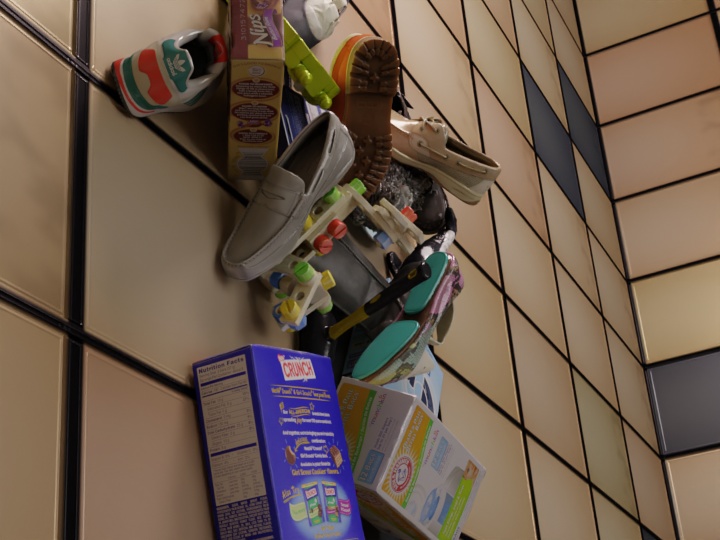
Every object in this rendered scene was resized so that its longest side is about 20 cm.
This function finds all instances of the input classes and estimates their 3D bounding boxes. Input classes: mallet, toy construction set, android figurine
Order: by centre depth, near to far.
[{"bbox_3d":[-0.033,-0.027,1.281,0.131,0.199,0.093,37,-28,40],"label":"toy construction set"},{"bbox_3d":[0.003,0.036,1.294,0.041,0.200,0.066,28,39,-30],"label":"mallet"},{"bbox_3d":[-0.087,-0.254,1.366,0.201,0.041,0.182,56,6,37],"label":"android figurine"}]

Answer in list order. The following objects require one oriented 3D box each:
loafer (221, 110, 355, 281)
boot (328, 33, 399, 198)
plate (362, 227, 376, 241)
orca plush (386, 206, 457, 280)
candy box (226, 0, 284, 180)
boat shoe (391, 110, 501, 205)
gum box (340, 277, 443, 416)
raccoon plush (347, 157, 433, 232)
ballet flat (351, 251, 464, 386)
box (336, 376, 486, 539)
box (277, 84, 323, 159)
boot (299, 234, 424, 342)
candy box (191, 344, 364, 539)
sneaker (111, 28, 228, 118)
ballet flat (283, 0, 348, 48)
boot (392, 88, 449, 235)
[{"bbox_3d":[-0.079,-0.078,1.239,0.201,0.069,0.070,-56,147,-23],"label":"loafer"},{"bbox_3d":[-0.007,-0.177,1.423,0.107,0.074,0.203,-133,-128,-63],"label":"boot"},{"bbox_3d":[0.000,-0.128,1.620,0.201,0.025,0.202,51,30,-46],"label":"plate"},{"bbox_3d":[0.073,-0.017,1.655,0.071,0.105,0.201,31,60,1],"label":"orca plush"},{"bbox_3d":[-0.108,-0.194,1.227,0.201,0.055,0.118,100,-12,-61],"label":"candy box"},{"bbox_3d":[0.082,-0.159,1.491,0.199,0.065,0.072,33,27,-13],"label":"boat shoe"},{"bbox_3d":[0.042,0.139,1.509,0.171,0.044,0.201,60,25,-30],"label":"gum box"},{"bbox_3d":[0.000,-0.124,1.496,0.200,0.097,0.134,48,19,13],"label":"raccoon plush"},{"bbox_3d":[0.066,0.069,1.375,0.071,0.069,0.201,49,58,-27],"label":"ballet flat"},{"bbox_3d":[0.040,0.215,1.326,0.200,0.100,0.114,49,60,-47],"label":"box"},{"bbox_3d":[-0.067,-0.146,1.431,0.200,0.032,0.123,10,66,-75],"label":"box"},{"bbox_3d":[0.002,-0.002,1.433,0.200,0.072,0.183,41,33,-20],"label":"boot"},{"bbox_3d":[-0.075,0.180,1.148,0.169,0.076,0.203,18,59,-63],"label":"candy box"},{"bbox_3d":[-0.158,-0.198,1.183,0.071,0.092,0.200,70,22,-8],"label":"sneaker"},{"bbox_3d":[-0.055,-0.333,1.568,0.074,0.072,0.200,66,23,-20],"label":"ballet flat"},{"bbox_3d":[0.063,-0.165,1.704,0.174,0.068,0.202,59,12,-65],"label":"boot"}]
